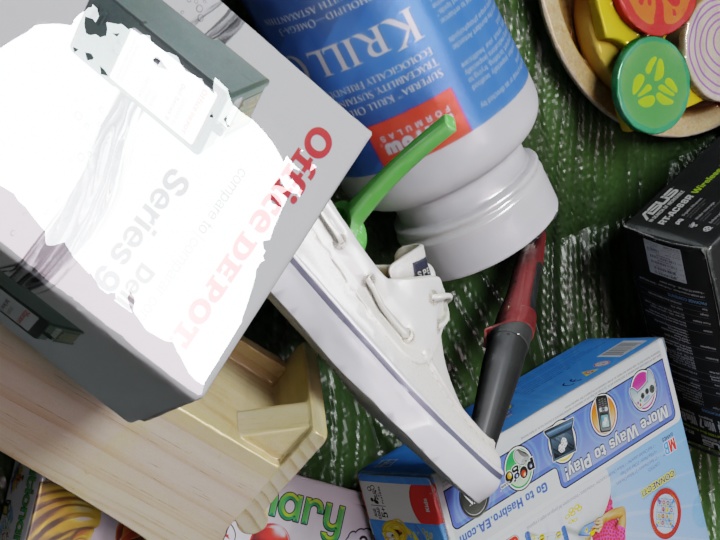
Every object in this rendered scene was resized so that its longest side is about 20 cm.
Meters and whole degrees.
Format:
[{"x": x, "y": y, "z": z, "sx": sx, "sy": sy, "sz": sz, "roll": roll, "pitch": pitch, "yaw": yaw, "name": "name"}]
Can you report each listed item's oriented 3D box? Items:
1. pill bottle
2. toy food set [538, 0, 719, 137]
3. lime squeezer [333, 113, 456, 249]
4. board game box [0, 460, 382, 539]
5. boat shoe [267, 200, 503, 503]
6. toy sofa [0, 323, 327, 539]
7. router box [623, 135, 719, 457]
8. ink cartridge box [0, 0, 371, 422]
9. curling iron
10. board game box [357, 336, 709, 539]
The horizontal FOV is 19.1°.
[{"x": 0.021, "y": -0.100, "z": 1.057, "sx": 0.112, "sy": 0.112, "sz": 0.201, "roll": -39, "pitch": 111, "yaw": -26, "name": "pill bottle"}, {"x": 0.181, "y": -0.171, "z": 1.200, "sx": 0.199, "sy": 0.048, "sz": 0.200, "roll": -25, "pitch": 105, "yaw": -31, "name": "toy food set"}, {"x": 0.000, "y": 0.000, "z": 1.046, "sx": 0.070, "sy": 0.201, "sz": 0.038, "roll": 14, "pitch": 47, "yaw": 6, "name": "lime squeezer"}, {"x": -0.084, "y": 0.151, "z": 1.041, "sx": 0.199, "sy": 0.034, "sz": 0.127, "roll": 18, "pitch": 81, "yaw": -33, "name": "board game box"}, {"x": 0.010, "y": 0.019, "z": 0.990, "sx": 0.070, "sy": 0.071, "sz": 0.200, "roll": -43, "pitch": 100, "yaw": -5, "name": "boat shoe"}, {"x": -0.119, "y": 0.042, "z": 0.970, "sx": 0.199, "sy": 0.083, "sz": 0.098, "roll": 33, "pitch": 111, "yaw": -21, "name": "toy sofa"}, {"x": 0.241, "y": -0.012, "z": 1.208, "sx": 0.200, "sy": 0.062, "sz": 0.151, "roll": -40, "pitch": 128, "yaw": -30, "name": "router box"}, {"x": -0.115, "y": -0.057, "z": 0.867, "sx": 0.200, "sy": 0.084, "sz": 0.147, "roll": 39, "pitch": 66, "yaw": -15, "name": "ink cartridge box"}, {"x": 0.072, "y": 0.025, "z": 1.101, "sx": 0.050, "sy": 0.025, "sz": 0.201, "roll": 50, "pitch": 39, "yaw": -35, "name": "curling iron"}, {"x": 0.105, "y": 0.161, "z": 1.134, "sx": 0.199, "sy": 0.056, "sz": 0.198, "roll": -25, "pitch": 105, "yaw": -42, "name": "board game box"}]
